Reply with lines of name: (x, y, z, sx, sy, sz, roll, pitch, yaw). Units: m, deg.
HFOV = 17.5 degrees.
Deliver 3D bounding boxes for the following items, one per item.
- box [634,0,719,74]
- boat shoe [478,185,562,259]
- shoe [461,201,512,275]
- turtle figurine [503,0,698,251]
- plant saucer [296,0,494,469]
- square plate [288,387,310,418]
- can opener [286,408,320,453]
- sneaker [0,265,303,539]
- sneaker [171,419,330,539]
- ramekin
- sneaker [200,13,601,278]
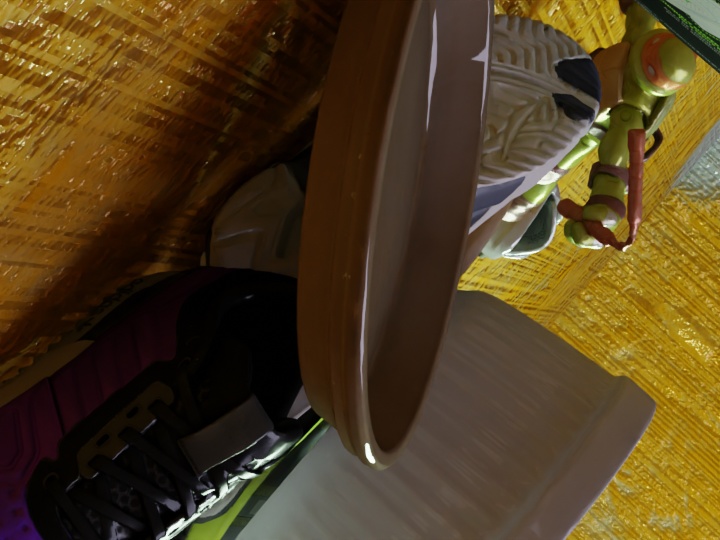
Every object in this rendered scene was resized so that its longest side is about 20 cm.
box: (0.157, -0.170, 0.877, 0.149, 0.124, 0.200, -48, 174, 0)
boat shoe: (0.081, -0.035, 1.336, 0.074, 0.067, 0.200, -50, 172, 18)
shoe: (0.000, 0.000, 1.081, 0.200, 0.053, 0.070, -47, -161, 0)
turtle figurine: (0.115, -0.090, 1.110, 0.161, 0.064, 0.201, -26, -125, 60)
plant saucer: (0.013, -0.032, 0.800, 0.200, 0.029, 0.201, 10, 90, -80)
square plate: (-0.127, 0.120, 0.957, 0.198, 0.028, 0.200, -36, 180, -40)
can opener: (0.002, -0.008, 1.031, 0.200, 0.067, 0.053, -47, 159, 7)
sneaker: (-0.076, 0.060, 0.781, 0.099, 0.070, 0.200, -7, -148, 41)
sneaker: (-0.062, 0.115, 1.140, 0.200, 0.074, 0.081, -47, 131, -24)
ramekin: (0.029, 0.101, 1.044, 0.200, 0.105, 0.200, -50, 177, -4)
sneaker: (0.008, -0.020, 0.964, 0.199, 0.079, 0.130, -44, 173, -29)
